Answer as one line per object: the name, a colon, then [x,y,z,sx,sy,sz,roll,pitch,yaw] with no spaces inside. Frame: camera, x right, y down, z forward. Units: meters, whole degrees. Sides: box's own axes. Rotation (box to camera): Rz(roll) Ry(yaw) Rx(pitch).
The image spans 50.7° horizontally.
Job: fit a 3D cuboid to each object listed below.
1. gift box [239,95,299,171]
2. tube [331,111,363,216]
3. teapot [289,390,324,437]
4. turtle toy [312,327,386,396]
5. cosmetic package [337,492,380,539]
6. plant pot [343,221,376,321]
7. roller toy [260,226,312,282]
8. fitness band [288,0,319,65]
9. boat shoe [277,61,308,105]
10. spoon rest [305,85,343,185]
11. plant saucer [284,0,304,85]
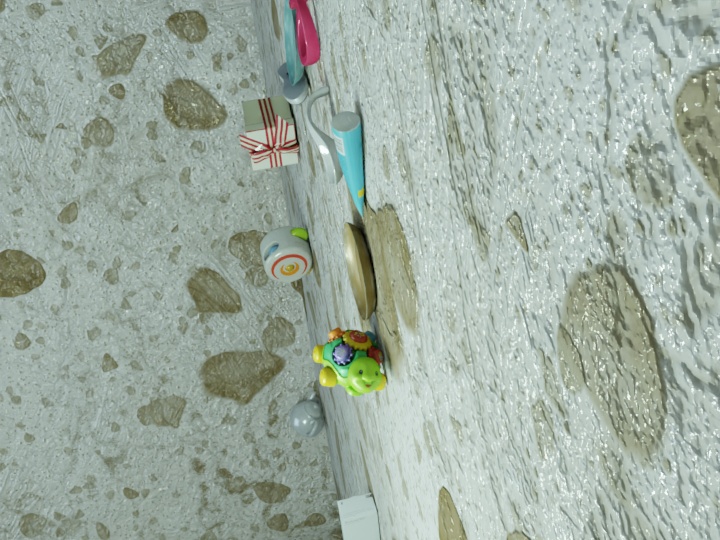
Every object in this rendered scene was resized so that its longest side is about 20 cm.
gift box: [-0.302,-0.451,2.474,0.202,0.181,0.189,79,176,-50]
tube: [-0.016,-0.188,1.346,0.202,0.049,0.079,82,176,-52]
teapot: [-0.256,0.740,3.864,0.200,0.196,0.147,47,119,19]
turtle toy: [-0.010,0.184,1.535,0.201,0.143,0.103,-115,37,-56]
cosmetic package: [-0.001,0.773,2.280,0.082,0.110,0.203,-113,12,-55]
plant pot: [0.000,0.000,1.534,0.200,0.027,0.205,169,90,-81]
roller toy: [-0.268,-0.051,2.763,0.202,0.179,0.141,89,166,-50]
fitness band: [-0.120,-0.522,1.647,0.200,0.037,0.147,-134,32,-77]
boat shoe: [-0.162,-0.465,1.940,0.070,0.070,0.201,50,-172,-39]
spoon rest: [-0.075,-0.275,1.570,0.099,0.059,0.204,127,133,-79]
plant saucer: [-0.160,-0.553,1.838,0.200,0.027,0.205,175,90,-79]
